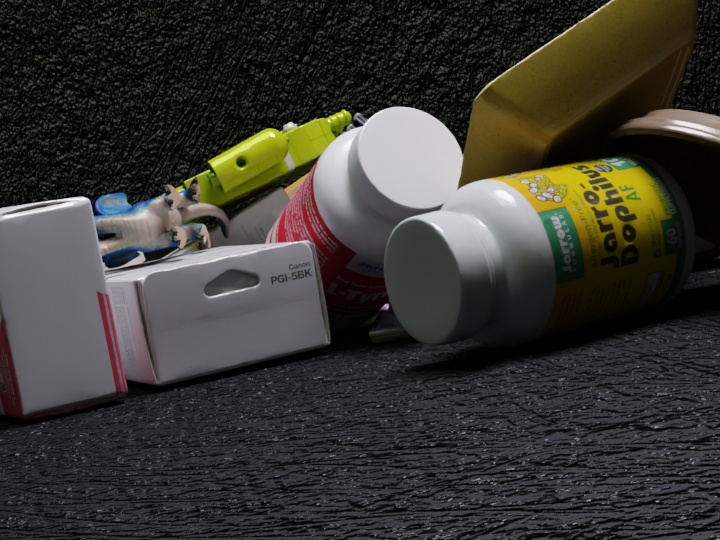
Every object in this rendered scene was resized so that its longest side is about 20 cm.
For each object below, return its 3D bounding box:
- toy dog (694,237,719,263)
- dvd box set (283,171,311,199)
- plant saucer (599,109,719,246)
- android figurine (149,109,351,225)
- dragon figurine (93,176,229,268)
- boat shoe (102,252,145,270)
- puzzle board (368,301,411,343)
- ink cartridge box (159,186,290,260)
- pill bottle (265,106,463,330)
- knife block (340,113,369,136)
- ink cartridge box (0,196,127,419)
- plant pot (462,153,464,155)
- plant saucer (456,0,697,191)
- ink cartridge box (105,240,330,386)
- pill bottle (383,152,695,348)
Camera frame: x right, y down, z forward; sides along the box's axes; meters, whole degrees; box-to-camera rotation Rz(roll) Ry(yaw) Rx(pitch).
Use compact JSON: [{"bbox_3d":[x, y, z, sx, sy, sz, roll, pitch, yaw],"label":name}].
[{"bbox_3d":[0.221,-0.064,1.439,0.199,0.140,0.194,-7,24,-25],"label":"toy dog"},{"bbox_3d":[0.024,-0.058,1.649,0.146,0.030,0.200,32,-36,-24],"label":"dvd box set"},{"bbox_3d":[0.262,-0.058,1.232,0.199,0.030,0.200,25,-12,6],"label":"plant saucer"},{"bbox_3d":[-0.098,-0.086,1.548,0.199,0.041,0.182,-28,0,-8],"label":"android figurine"},{"bbox_3d":[-0.176,-0.036,1.412,0.099,0.059,0.200,-10,5,17],"label":"dragon figurine"},{"bbox_3d":[-0.275,0.049,1.655,0.199,0.068,0.072,-24,15,20],"label":"boat shoe"},{"bbox_3d":[0.086,0.026,1.403,0.150,0.018,0.200,-10,5,4],"label":"puzzle board"},{"bbox_3d":[-0.140,0.007,1.557,0.199,0.068,0.116,-33,5,-5],"label":"ink cartridge box"},{"bbox_3d":[0.004,-0.041,1.363,0.112,0.113,0.200,-12,-20,-26],"label":"pill bottle"},{"bbox_3d":[0.073,-0.093,1.905,0.199,0.177,0.064,-8,5,14],"label":"knife block"},{"bbox_3d":[-0.252,0.026,1.299,0.084,0.147,0.200,-13,5,-25],"label":"ink cartridge box"},{"bbox_3d":[0.173,-0.079,1.682,0.199,0.188,0.187,-24,-4,33],"label":"plant pot"},{"bbox_3d":[0.161,-0.108,1.268,0.200,0.048,0.200,-35,-21,-19],"label":"plant saucer"},{"bbox_3d":[-0.130,0.032,1.366,0.146,0.083,0.200,-12,4,-23],"label":"ink cartridge box"},{"bbox_3d":[0.118,-0.011,1.178,0.199,0.114,0.113,-12,5,-35],"label":"pill bottle"}]
